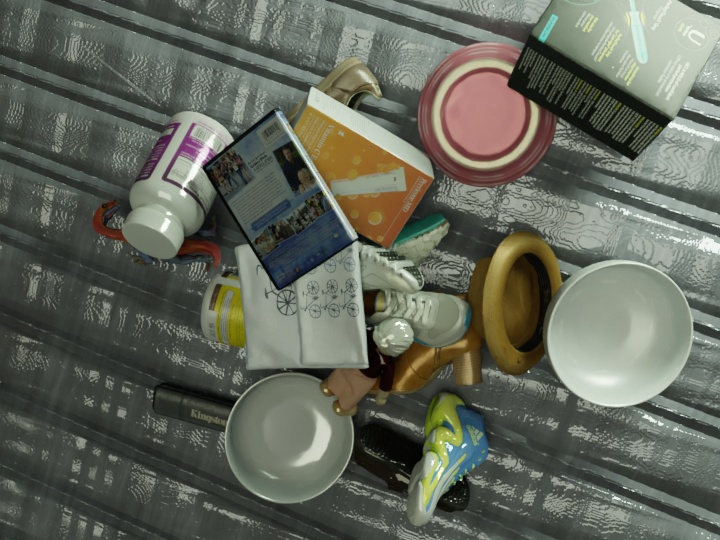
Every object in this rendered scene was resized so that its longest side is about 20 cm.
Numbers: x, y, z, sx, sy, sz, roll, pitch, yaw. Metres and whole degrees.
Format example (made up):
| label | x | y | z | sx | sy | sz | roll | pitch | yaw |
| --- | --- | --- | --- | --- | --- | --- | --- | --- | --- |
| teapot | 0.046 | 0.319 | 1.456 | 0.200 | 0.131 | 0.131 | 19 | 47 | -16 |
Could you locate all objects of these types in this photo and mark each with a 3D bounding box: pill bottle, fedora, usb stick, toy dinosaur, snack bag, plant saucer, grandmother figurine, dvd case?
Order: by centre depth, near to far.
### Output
| label | x | y | z | sx | sy | sz | roll | pitch | yaw |
| --- | --- | --- | --- | --- | --- | --- | --- | --- | --- |
| dvd case | -0.109 | -0.091 | 1.010 | 0.142 | 0.018 | 0.201 | -31 | 92 | 26 |
| snack bag | -0.087 | 0.044 | 1.053 | 0.198 | 0.021 | 0.191 | -3 | 95 | 23 |
| fedora | 0.205 | 0.043 | 1.065 | 0.081 | 0.199 | 0.203 | 8 | 102 | 45 |
| plant saucer | 0.176 | -0.218 | 1.069 | 0.198 | 0.051 | 0.203 | 2 | 100 | 12 |
| grandmother figurine | 0.010 | 0.130 | 1.082 | 0.122 | 0.060 | 0.200 | 49 | 134 | 7 |
| pill bottle | -0.264 | -0.121 | 1.098 | 0.111 | 0.113 | 0.202 | 14 | 60 | 10 |
| pill bottle | -0.132 | 0.071 | 1.148 | 0.197 | 0.109 | 0.111 | 11 | 101 | 11 |
| toy dinosaur | -0.312 | -0.062 | 1.154 | 0.179 | 0.200 | 0.106 | 10 | 85 | -21 |
| usb stick | -0.245 | 0.230 | 1.236 | 0.198 | 0.033 | 0.056 | 14 | 100 | 10 |

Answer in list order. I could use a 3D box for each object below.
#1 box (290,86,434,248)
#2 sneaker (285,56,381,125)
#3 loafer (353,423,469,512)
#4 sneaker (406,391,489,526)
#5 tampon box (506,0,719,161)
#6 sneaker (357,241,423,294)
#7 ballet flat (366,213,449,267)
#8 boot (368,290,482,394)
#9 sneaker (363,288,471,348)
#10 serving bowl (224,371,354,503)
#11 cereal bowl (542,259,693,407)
| label | x | y | z | sx | sy | sz | roll | pitch | yaw |
| --- | --- | --- | --- | --- | --- | --- | --- | --- | --- |
| box | -0.014 | -0.143 | 1.060 | 0.198 | 0.098 | 0.125 | 28 | 113 | -13 |
| sneaker | -0.055 | -0.215 | 1.106 | 0.200 | 0.070 | 0.076 | -45 | 82 | 14 |
| loafer | 0.076 | 0.308 | 1.168 | 0.199 | 0.073 | 0.072 | 31 | 134 | 5 |
| sneaker | 0.135 | 0.280 | 1.103 | 0.104 | 0.076 | 0.202 | 21 | 64 | -6 |
| tampon box | 0.318 | -0.270 | 0.967 | 0.199 | 0.126 | 0.151 | 33 | 76 | 6 |
| sneaker | 0.000 | 0.000 | 1.062 | 0.199 | 0.075 | 0.082 | 23 | 100 | 32 |
| ballet flat | 0.048 | -0.023 | 1.124 | 0.198 | 0.072 | 0.073 | -20 | 94 | 20 |
| boot | 0.084 | 0.106 | 1.137 | 0.199 | 0.071 | 0.146 | -11 | 85 | 20 |
| sneaker | 0.064 | 0.060 | 1.076 | 0.198 | 0.080 | 0.077 | 3 | 74 | 40 |
| serving bowl | -0.110 | 0.252 | 1.180 | 0.197 | 0.066 | 0.203 | -1 | 93 | -9 |
| cereal bowl | 0.346 | 0.082 | 1.051 | 0.197 | 0.083 | 0.203 | 0 | 97 | 0 |
